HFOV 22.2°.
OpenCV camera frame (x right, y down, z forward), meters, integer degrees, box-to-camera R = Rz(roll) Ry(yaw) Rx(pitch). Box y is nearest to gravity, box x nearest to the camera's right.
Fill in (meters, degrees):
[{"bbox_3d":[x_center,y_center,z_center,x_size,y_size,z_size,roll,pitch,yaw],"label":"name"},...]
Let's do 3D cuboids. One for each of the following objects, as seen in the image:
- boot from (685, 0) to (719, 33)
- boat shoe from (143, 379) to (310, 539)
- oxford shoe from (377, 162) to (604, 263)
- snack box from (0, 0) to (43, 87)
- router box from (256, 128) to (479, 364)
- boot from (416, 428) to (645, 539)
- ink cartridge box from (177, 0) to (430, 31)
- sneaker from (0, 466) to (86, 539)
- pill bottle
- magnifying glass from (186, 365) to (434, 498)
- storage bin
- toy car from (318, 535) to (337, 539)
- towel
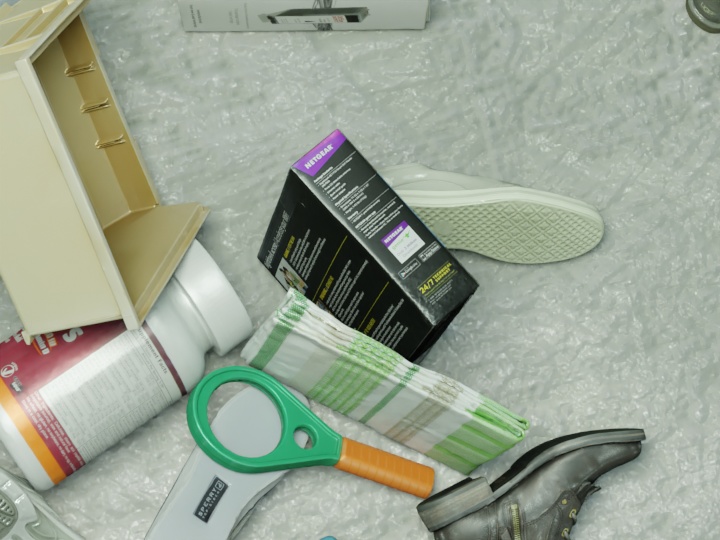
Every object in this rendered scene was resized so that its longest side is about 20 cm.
[{"bbox_3d":[0.328,-0.264,1.391,0.072,0.200,0.182,35,81,4],"label":"boot"},{"bbox_3d":[-0.107,0.166,1.371,0.071,0.070,0.201,36,56,-7],"label":"boat shoe"},{"bbox_3d":[0.090,-0.048,1.420,0.198,0.076,0.058,4,44,-2],"label":"oxford shoe"},{"bbox_3d":[-0.279,-0.156,1.371,0.067,0.169,0.202,-11,81,17],"label":"snack box"},{"bbox_3d":[0.000,0.000,1.335,0.051,0.200,0.149,-40,83,-20],"label":"router box"},{"bbox_3d":[0.149,0.223,1.378,0.199,0.069,0.175,-23,87,-1],"label":"boot"},{"bbox_3d":[-0.044,-0.269,1.442,0.198,0.083,0.148,-1,79,-1],"label":"ink cartridge box"},{"bbox_3d":[-0.239,0.203,1.359,0.078,0.099,0.200,-38,109,-3],"label":"sneaker"},{"bbox_3d":[-0.186,0.065,1.365,0.199,0.110,0.110,-35,83,-11],"label":"pill bottle"},{"bbox_3d":[-0.036,0.129,1.373,0.199,0.022,0.080,20,55,-16],"label":"magnifying glass"},{"bbox_3d":[-0.201,-0.085,1.301,0.093,0.199,0.201,-12,115,20],"label":"storage bin"},{"bbox_3d":[-0.063,0.294,1.282,0.183,0.200,0.178,-26,85,-6],"label":"toy car"},{"bbox_3d":[0.015,0.084,1.341,0.199,0.149,0.031,27,71,-6],"label":"towel"}]
